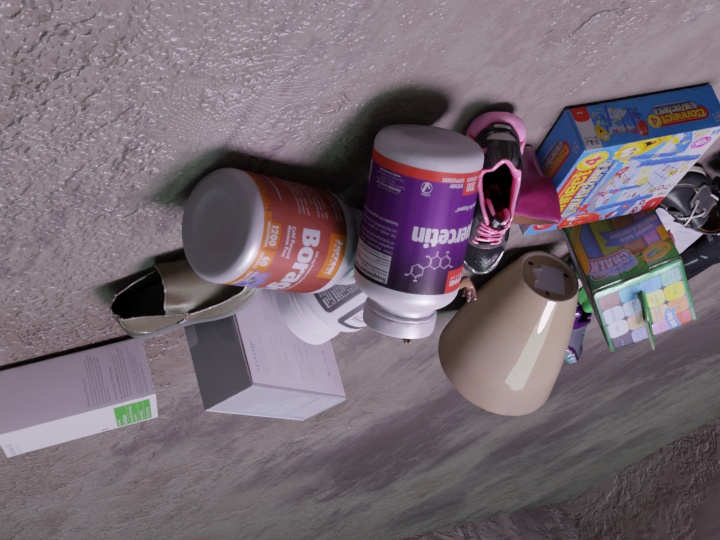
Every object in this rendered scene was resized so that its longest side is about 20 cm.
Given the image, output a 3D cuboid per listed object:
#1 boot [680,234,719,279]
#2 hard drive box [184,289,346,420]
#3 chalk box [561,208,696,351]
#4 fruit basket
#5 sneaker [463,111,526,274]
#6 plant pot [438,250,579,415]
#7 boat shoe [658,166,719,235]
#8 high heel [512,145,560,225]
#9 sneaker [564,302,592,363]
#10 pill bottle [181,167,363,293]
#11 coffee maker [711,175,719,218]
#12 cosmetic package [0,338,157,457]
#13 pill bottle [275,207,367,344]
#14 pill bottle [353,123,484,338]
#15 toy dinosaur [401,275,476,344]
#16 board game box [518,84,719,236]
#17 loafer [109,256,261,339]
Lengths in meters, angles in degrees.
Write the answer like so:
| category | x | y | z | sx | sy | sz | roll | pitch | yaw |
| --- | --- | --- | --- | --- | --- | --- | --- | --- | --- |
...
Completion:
| category | x | y | z | sx | sy | sz | roll | pitch | yaw |
| --- | --- | --- | --- | --- | --- | --- | --- | --- | --- |
| boot | 0.543 | -0.010 | 1.796 | 0.163 | 0.066 | 0.200 | 11 | 141 | -37 |
| hard drive box | -0.117 | 0.090 | 1.363 | 0.076 | 0.158 | 0.199 | -27 | 156 | 25 |
| chalk box | 0.354 | 0.010 | 1.465 | 0.122 | 0.201 | 0.125 | -22 | 133 | 7 |
| fruit basket | 0.407 | -0.023 | 1.661 | 0.184 | 0.094 | 0.201 | 4 | 133 | -46 |
| sneaker | 0.137 | -0.065 | 1.204 | 0.078 | 0.096 | 0.202 | -1 | 131 | -5 |
| plant pot | 0.232 | 0.073 | 1.619 | 0.185 | 0.189 | 0.201 | -7 | 142 | -28 |
| boat shoe | 0.448 | -0.093 | 1.525 | 0.071 | 0.068 | 0.199 | -30 | 155 | 29 |
| high heel | 0.135 | -0.057 | 1.305 | 0.198 | 0.097 | 0.067 | -27 | 158 | 18 |
| sneaker | 0.365 | 0.101 | 1.909 | 0.087 | 0.075 | 0.200 | -30 | 156 | 14 |
| pill bottle | -0.076 | -0.036 | 1.156 | 0.112 | 0.114 | 0.199 | -34 | 154 | 33 |
| coffee maker | 0.584 | -0.104 | 1.507 | 0.191 | 0.136 | 0.199 | -37 | 158 | 19 |
| cosmetic package | -0.362 | 0.159 | 1.418 | 0.197 | 0.086 | 0.108 | -15 | 161 | -13 |
| pill bottle | 0.000 | 0.000 | 1.301 | 0.199 | 0.117 | 0.115 | -33 | 155 | 32 |
| pill bottle | 0.055 | -0.039 | 1.137 | 0.111 | 0.112 | 0.203 | -4 | 114 | -33 |
| toy dinosaur | 0.069 | 0.012 | 1.442 | 0.198 | 0.087 | 0.135 | -31 | 149 | 13 |
| board game box | 0.299 | -0.127 | 1.330 | 0.193 | 0.057 | 0.201 | -12 | 157 | -18 |
| loafer | -0.193 | 0.023 | 1.248 | 0.198 | 0.076 | 0.070 | -26 | 162 | 16 |
